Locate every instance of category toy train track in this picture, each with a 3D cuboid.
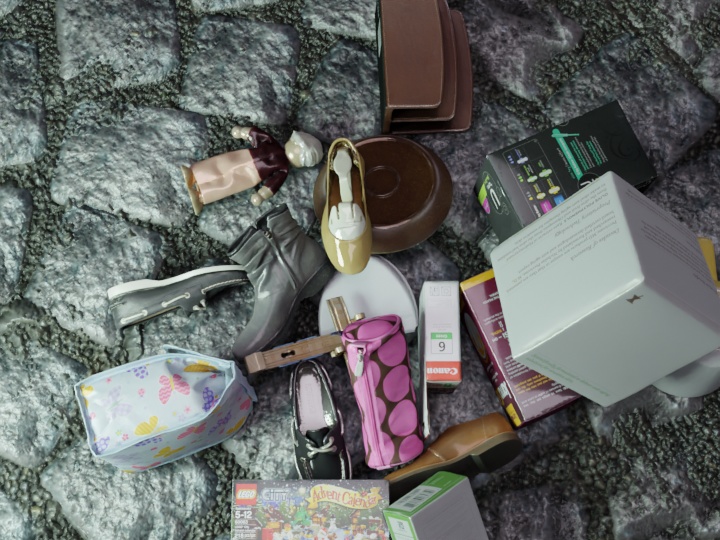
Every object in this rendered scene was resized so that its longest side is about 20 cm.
[{"bbox_3d":[-0.053,0.096,1.378,0.200,0.033,0.115,-15,78,-20],"label":"toy train track"}]

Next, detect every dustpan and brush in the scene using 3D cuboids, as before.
[{"bbox_3d":[0.000,0.000,1.473,0.139,0.057,0.201,-11,81,6],"label":"dustpan and brush"}]

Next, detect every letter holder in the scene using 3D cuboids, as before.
[{"bbox_3d":[0.098,-0.309,1.529,0.142,0.101,0.201,-2,75,-3],"label":"letter holder"}]

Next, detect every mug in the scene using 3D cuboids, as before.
[{"bbox_3d":[0.440,0.067,1.399,0.149,0.153,0.187,-29,76,-7],"label":"mug"}]

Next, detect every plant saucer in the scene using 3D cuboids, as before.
[{"bbox_3d":[0.030,-0.117,1.483,0.200,0.035,0.201,-2,61,4],"label":"plant saucer"}]

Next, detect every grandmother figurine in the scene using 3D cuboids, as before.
[{"bbox_3d":[-0.151,-0.151,1.500,0.199,0.061,0.122,-17,85,-8],"label":"grandmother figurine"}]

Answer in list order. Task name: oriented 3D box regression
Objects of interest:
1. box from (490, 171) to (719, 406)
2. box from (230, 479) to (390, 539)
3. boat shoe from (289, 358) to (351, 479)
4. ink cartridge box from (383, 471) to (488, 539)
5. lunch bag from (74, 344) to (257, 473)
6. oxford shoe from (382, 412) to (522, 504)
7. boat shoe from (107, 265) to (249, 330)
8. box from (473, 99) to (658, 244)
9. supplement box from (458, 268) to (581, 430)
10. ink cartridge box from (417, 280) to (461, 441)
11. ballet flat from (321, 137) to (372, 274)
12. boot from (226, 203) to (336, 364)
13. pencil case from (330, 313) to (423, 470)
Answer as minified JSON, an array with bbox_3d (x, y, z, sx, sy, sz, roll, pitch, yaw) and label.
[{"bbox_3d":[0.305,0.029,1.297,0.200,0.199,0.172,-36,43,31],"label":"box"},{"bbox_3d":[-0.063,0.333,1.327,0.199,0.038,0.137,0,76,0],"label":"box"},{"bbox_3d":[-0.055,0.213,1.396,0.074,0.060,0.201,-7,75,-2],"label":"boat shoe"},{"bbox_3d":[0.111,0.368,1.329,0.104,0.059,0.200,-27,103,-34],"label":"ink cartridge box"},{"bbox_3d":[-0.241,0.171,1.359,0.199,0.170,0.127,-17,72,-2],"label":"lunch bag"},{"bbox_3d":[0.111,0.250,1.403,0.200,0.071,0.071,-23,46,-4],"label":"oxford shoe"},{"bbox_3d":[-0.244,0.035,1.446,0.199,0.074,0.061,-12,80,-6],"label":"boat shoe"},{"bbox_3d":[0.276,-0.120,1.451,0.200,0.149,0.125,-24,77,-6],"label":"box"},{"bbox_3d":[0.206,0.102,1.410,0.085,0.110,0.200,-23,76,-6],"label":"supplement box"},{"bbox_3d":[0.105,0.123,1.405,0.050,0.109,0.201,-1,75,-1],"label":"ink cartridge box"},{"bbox_3d":[-0.023,-0.091,1.417,0.068,0.063,0.200,-7,60,2],"label":"ballet flat"},{"bbox_3d":[-0.137,0.015,1.421,0.132,0.070,0.200,45,75,-26],"label":"boot"},{"bbox_3d":[0.026,0.160,1.358,0.090,0.094,0.201,-8,109,14],"label":"pencil case"}]
